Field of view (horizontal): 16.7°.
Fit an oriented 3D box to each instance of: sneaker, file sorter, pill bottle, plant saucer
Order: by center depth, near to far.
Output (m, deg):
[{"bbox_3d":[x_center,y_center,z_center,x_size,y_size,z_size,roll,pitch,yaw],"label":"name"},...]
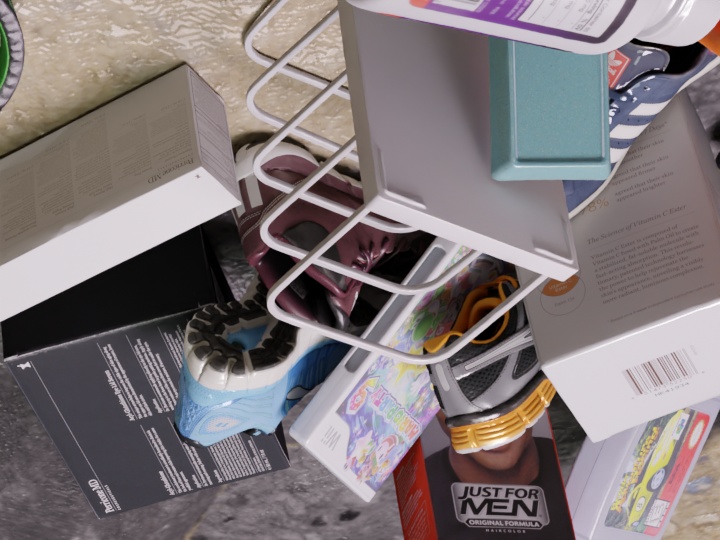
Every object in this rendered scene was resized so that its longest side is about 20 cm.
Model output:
[{"bbox_3d":[0.091,-0.171,1.248,0.200,0.112,0.111,8,139,-30],"label":"pill bottle"},{"bbox_3d":[0.104,-0.149,1.326,0.070,0.201,0.019,-1,178,-16],"label":"plant saucer"},{"bbox_3d":[0.018,-0.070,1.387,0.139,0.200,0.124,20,137,-33],"label":"file sorter"},{"bbox_3d":[0.138,-0.105,1.413,0.200,0.075,0.085,-47,165,-2],"label":"sneaker"},{"bbox_3d":[0.000,0.000,1.533,0.200,0.116,0.076,17,135,-30],"label":"sneaker"},{"bbox_3d":[-0.060,0.055,1.537,0.200,0.078,0.090,-23,144,-56],"label":"sneaker"},{"bbox_3d":[0.104,0.033,1.553,0.078,0.200,0.077,-19,109,36],"label":"sneaker"}]

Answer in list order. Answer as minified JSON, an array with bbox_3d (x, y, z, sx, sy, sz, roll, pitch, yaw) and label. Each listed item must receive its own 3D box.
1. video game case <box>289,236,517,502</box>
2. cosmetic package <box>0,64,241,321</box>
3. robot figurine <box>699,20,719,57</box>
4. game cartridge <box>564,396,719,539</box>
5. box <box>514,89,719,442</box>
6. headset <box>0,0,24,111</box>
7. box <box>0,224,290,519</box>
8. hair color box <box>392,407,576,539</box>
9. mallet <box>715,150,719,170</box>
[{"bbox_3d":[0.041,0.047,1.563,0.200,0.018,0.143,-52,155,-6],"label":"video game case"},{"bbox_3d":[-0.171,-0.039,1.471,0.200,0.083,0.051,-25,140,18],"label":"cosmetic package"},{"bbox_3d":[0.265,-0.189,1.338,0.200,0.144,0.117,-30,173,-6],"label":"robot figurine"},{"bbox_3d":[0.191,0.131,1.692,0.133,0.041,0.200,18,96,-57],"label":"game cartridge"},{"bbox_3d":[0.160,-0.019,1.478,0.124,0.200,0.098,-21,142,14],"label":"box"},{"bbox_3d":[-0.282,-0.106,1.391,0.200,0.094,0.123,-42,130,13],"label":"headset"},{"bbox_3d":[-0.141,0.068,1.617,0.141,0.079,0.200,-17,142,2],"label":"box"},{"bbox_3d":[0.077,0.134,1.651,0.101,0.200,0.061,3,140,-18],"label":"hair color box"},{"bbox_3d":[0.263,-0.063,1.483,0.041,0.066,0.200,-48,-179,-2],"label":"mallet"}]
